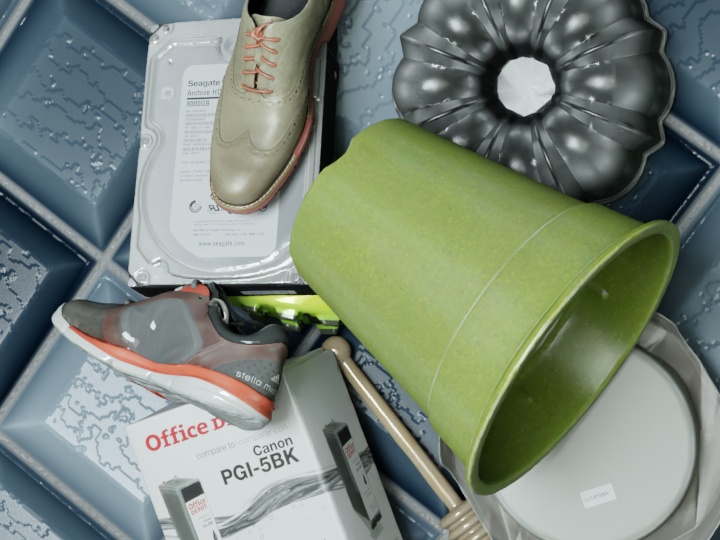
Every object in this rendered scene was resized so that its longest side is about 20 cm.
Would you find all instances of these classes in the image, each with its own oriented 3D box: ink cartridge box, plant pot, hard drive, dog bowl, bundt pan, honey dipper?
[{"bbox_3d":[-0.062,0.174,1.028,0.147,0.083,0.200,-22,88,25],"label":"ink cartridge box"},{"bbox_3d":[0.062,0.003,0.895,0.190,0.200,0.200,37,102,22],"label":"plant pot"},{"bbox_3d":[-0.089,-0.082,1.019,0.140,0.038,0.200,0,75,15],"label":"hard drive"},{"bbox_3d":[0.156,0.117,0.981,0.200,0.059,0.200,-1,87,12],"label":"dog bowl"},{"bbox_3d":[0.112,-0.125,0.977,0.202,0.076,0.202,1,94,13],"label":"bundt pan"},{"bbox_3d":[0.037,0.128,1.034,0.038,0.038,0.200,-39,82,14],"label":"honey dipper"}]

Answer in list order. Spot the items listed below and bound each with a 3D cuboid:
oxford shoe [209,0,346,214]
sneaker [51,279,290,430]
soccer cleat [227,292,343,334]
[{"bbox_3d":[-0.067,-0.138,0.968,0.070,0.075,0.200,10,78,17],"label":"oxford shoe"},{"bbox_3d":[-0.124,0.045,0.983,0.200,0.077,0.082,18,76,33],"label":"sneaker"},{"bbox_3d":[0.001,0.000,1.026,0.200,0.065,0.084,-2,79,14],"label":"soccer cleat"}]
